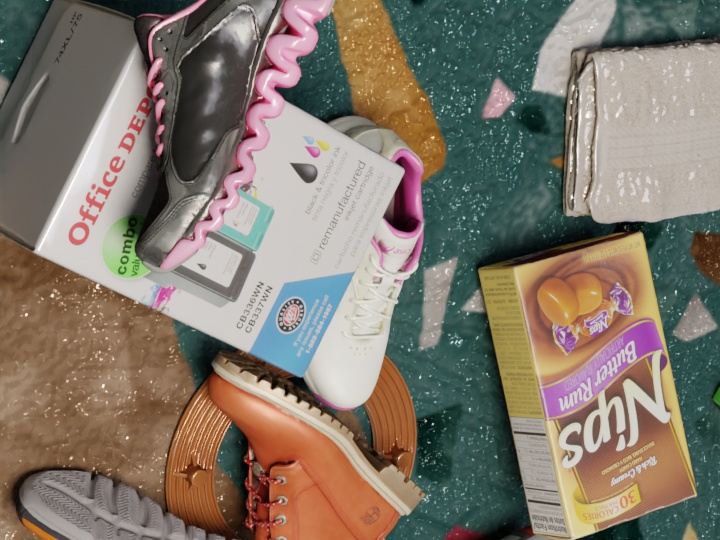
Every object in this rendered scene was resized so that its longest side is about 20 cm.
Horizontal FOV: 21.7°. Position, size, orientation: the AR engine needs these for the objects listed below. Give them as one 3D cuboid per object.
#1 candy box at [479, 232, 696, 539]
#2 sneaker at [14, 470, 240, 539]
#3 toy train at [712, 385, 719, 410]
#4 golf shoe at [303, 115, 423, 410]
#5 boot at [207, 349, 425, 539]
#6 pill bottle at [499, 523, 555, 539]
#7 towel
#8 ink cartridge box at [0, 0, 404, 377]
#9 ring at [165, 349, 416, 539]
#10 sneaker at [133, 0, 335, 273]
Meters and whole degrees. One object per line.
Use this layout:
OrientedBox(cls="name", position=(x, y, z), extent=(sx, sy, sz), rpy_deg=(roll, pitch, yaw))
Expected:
OrientedBox(cls="candy box", position=(0.167, 0.083, 1.368), extent=(0.116, 0.056, 0.201), rpy_deg=(-15, 96, -27))
OrientedBox(cls="sneaker", position=(-0.152, 0.215, 1.242), extent=(0.199, 0.078, 0.112), rpy_deg=(28, 114, -14))
OrientedBox(cls="toy train", position=(0.370, 0.120, 1.556), extent=(0.199, 0.042, 0.057), rpy_deg=(21, 103, -34))
OrientedBox(cls="golf shoe", position=(0.000, 0.000, 1.254), extent=(0.075, 0.091, 0.201), rpy_deg=(-5, 102, -32))
OrientedBox(cls="boot", position=(-0.050, 0.137, 1.264), extent=(0.107, 0.075, 0.200), rpy_deg=(-48, 124, -4))
OrientedBox(cls="pill bottle", position=(0.078, 0.278, 1.378), extent=(0.199, 0.116, 0.116), rpy_deg=(-25, 116, -22))
OrientedBox(cls="towel", position=(0.238, -0.108, 1.408), extent=(0.199, 0.034, 0.133), rpy_deg=(-10, 110, -29))
OrientedBox(cls="ink cartridge box", position=(-0.111, -0.052, 1.143), extent=(0.200, 0.146, 0.147), rpy_deg=(27, 89, -33))
OrientedBox(cls="ring", position=(-0.043, 0.137, 1.320), extent=(0.200, 0.019, 0.201), rpy_deg=(-10, 109, -30))
OrientedBox(cls="sneaker", position=(-0.088, -0.098, 1.026), extent=(0.095, 0.079, 0.201), rpy_deg=(25, 87, -11))
